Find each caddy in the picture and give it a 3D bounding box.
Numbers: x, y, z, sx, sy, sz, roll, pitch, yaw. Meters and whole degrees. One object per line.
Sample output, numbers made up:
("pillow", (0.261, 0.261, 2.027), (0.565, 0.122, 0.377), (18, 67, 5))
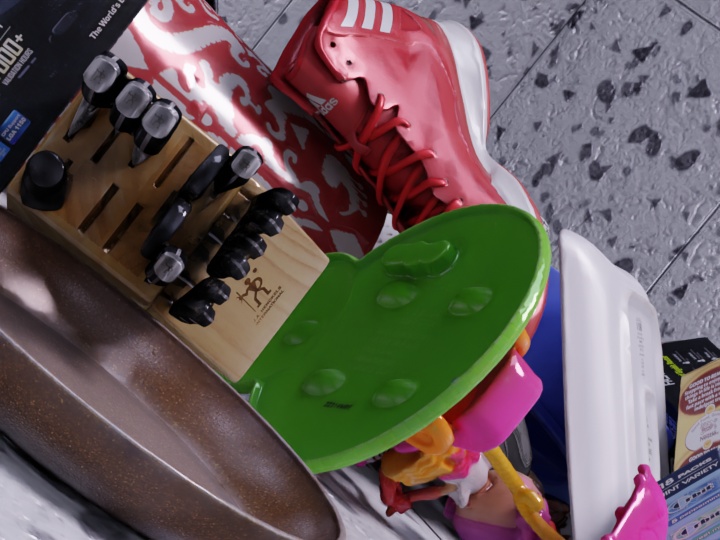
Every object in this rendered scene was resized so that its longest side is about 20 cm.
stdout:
("caddy", (0.088, 0.069, 1.404), (0.200, 0.105, 0.142), (38, -19, 41))

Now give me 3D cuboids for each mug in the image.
("mug", (-0.095, -0.070, 1.158), (0.200, 0.134, 0.178), (41, 6, -20))

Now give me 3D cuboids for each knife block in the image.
("knife block", (-0.098, -0.039, 0.902), (0.200, 0.064, 0.176), (31, -11, 40))

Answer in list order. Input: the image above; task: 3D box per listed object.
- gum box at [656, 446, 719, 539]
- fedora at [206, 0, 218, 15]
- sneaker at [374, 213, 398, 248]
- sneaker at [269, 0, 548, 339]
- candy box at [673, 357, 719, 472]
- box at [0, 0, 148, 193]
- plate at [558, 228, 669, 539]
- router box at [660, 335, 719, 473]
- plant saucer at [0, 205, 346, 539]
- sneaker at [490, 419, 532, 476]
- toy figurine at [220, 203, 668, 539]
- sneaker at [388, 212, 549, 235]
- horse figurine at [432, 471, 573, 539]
("gum box", (0.194, 0.187, 1.054), (0.170, 0.044, 0.200), (58, 8, -11))
("fedora", (-0.176, -0.147, 1.259), (0.200, 0.201, 0.092), (40, 38, 10))
("sneaker", (0.000, 0.000, 1.283), (0.199, 0.080, 0.074), (30, -44, 31))
("sneaker", (0.011, -0.046, 1.105), (0.115, 0.078, 0.201), (17, 41, -36))
("candy box", (0.216, 0.153, 1.252), (0.115, 0.055, 0.201), (37, 45, -29))
("box", (-0.162, -0.152, 0.948), (0.164, 0.200, 0.086), (37, 5, -24))
("plate", (0.134, 0.087, 1.224), (0.032, 0.201, 0.199), (-4, -7, 14))
("router box", (0.213, 0.139, 1.455), (0.200, 0.062, 0.151), (-121, -155, -75))
("plant saucer", (-0.090, 0.036, 0.792), (0.200, 0.032, 0.200), (39, 5, -4))
("sneaker", (0.015, 0.061, 1.186), (0.200, 0.066, 0.091), (22, -36, 49))
("toy figurine", (0.049, 0.088, 1.033), (0.200, 0.150, 0.184), (3, -43, 55))
("sneaker", (0.019, -0.011, 1.356), (0.199, 0.077, 0.089), (7, 23, 24))
("horse figurine", (0.062, 0.098, 1.265), (0.200, 0.050, 0.132), (50, 7, 37))
